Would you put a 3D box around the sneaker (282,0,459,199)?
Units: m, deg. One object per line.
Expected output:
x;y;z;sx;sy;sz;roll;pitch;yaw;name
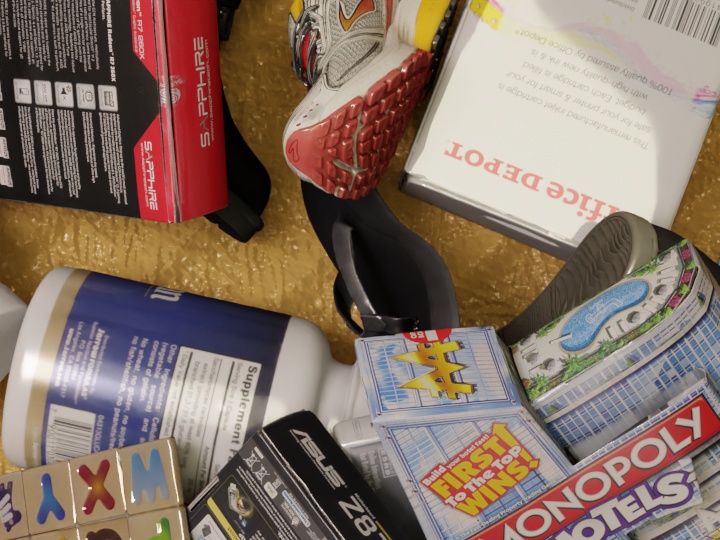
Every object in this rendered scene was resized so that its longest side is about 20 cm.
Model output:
-0.008;-0.104;0.799;0.082;0.200;0.078;20;122;4;sneaker

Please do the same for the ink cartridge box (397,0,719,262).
0.122;-0.112;0.838;0.147;0.086;0.201;23;87;0;ink cartridge box

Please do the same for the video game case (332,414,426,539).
0.091;0.140;0.791;0.181;0.023;0.201;-13;124;-2;video game case

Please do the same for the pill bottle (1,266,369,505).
-0.079;0.071;0.808;0.199;0.111;0.112;13;85;0;pill bottle

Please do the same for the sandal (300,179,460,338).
0.000;0.000;0.790;0.043;0.200;0.076;-9;125;-20;sandal

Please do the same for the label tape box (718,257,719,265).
0.290;0.064;0.837;0.199;0.063;0.145;16;85;0;label tape box

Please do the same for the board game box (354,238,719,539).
0.096;0.085;0.705;0.200;0.062;0.200;-33;123;12;board game box

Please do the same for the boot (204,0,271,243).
-0.079;-0.138;0.840;0.158;0.079;0.211;-39;86;-3;boot

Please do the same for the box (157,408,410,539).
-0.021;0.194;0.726;0.200;0.049;0.161;50;120;15;box

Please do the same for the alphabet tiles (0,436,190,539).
-0.160;0.184;0.764;0.199;0.008;0.168;-16;78;30;alphabet tiles

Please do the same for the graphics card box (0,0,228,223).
-0.159;-0.097;0.784;0.199;0.051;0.126;7;108;34;graphics card box

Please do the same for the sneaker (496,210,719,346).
0.127;0.064;0.803;0.106;0.075;0.200;23;130;-20;sneaker

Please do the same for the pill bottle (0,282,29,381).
-0.273;-0.011;0.798;0.200;0.112;0.113;40;86;12;pill bottle
